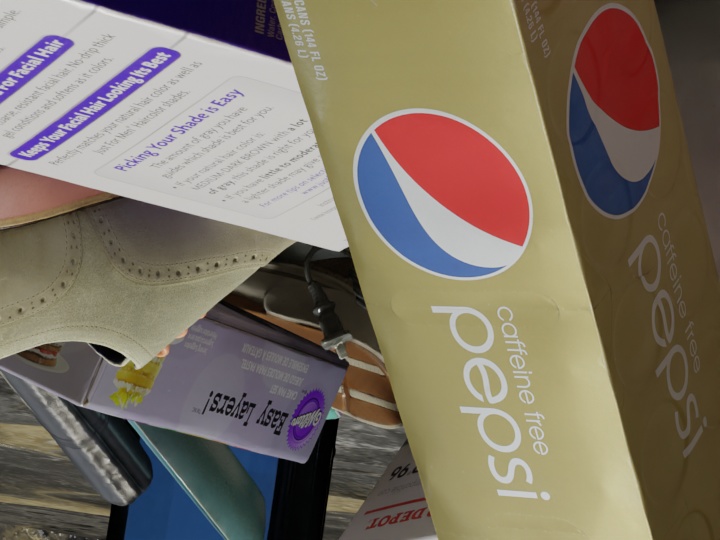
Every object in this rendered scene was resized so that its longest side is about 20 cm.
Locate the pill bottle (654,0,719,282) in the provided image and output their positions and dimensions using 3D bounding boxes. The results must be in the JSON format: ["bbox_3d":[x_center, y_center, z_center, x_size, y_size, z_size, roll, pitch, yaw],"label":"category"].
[{"bbox_3d":[0.081,-0.006,0.771,0.111,0.111,0.200,11,165,-13],"label":"pill bottle"}]

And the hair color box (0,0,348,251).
[{"bbox_3d":[-0.060,-0.068,0.679,0.200,0.065,0.109,13,158,-30],"label":"hair color box"}]

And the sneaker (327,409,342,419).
[{"bbox_3d":[0.004,0.036,1.176,0.200,0.075,0.088,5,175,15],"label":"sneaker"}]

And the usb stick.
[{"bbox_3d":[-0.152,0.036,1.160,0.055,0.033,0.200,50,174,47],"label":"usb stick"}]

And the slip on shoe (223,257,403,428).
[{"bbox_3d":[-0.035,0.009,1.088,0.200,0.061,0.076,14,140,44],"label":"slip on shoe"}]

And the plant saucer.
[{"bbox_3d":[-0.102,0.049,1.156,0.200,0.027,0.200,50,173,8],"label":"plant saucer"}]

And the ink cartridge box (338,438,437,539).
[{"bbox_3d":[0.068,0.084,0.998,0.068,0.200,0.116,47,145,-18],"label":"ink cartridge box"}]

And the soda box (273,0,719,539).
[{"bbox_3d":[0.041,-0.008,0.621,0.064,0.200,0.068,0,-148,32],"label":"soda box"}]

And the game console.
[{"bbox_3d":[-0.073,0.113,1.273,0.116,0.200,0.176,7,169,1],"label":"game console"}]

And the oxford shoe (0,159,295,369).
[{"bbox_3d":[-0.063,-0.011,0.786,0.200,0.074,0.071,-9,-162,-37],"label":"oxford shoe"}]

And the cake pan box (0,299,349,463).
[{"bbox_3d":[-0.127,0.005,0.965,0.200,0.052,0.184,24,178,24],"label":"cake pan box"}]

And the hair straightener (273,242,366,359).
[{"bbox_3d":[0.000,0.000,0.969,0.200,0.077,0.041,11,160,-13],"label":"hair straightener"}]
